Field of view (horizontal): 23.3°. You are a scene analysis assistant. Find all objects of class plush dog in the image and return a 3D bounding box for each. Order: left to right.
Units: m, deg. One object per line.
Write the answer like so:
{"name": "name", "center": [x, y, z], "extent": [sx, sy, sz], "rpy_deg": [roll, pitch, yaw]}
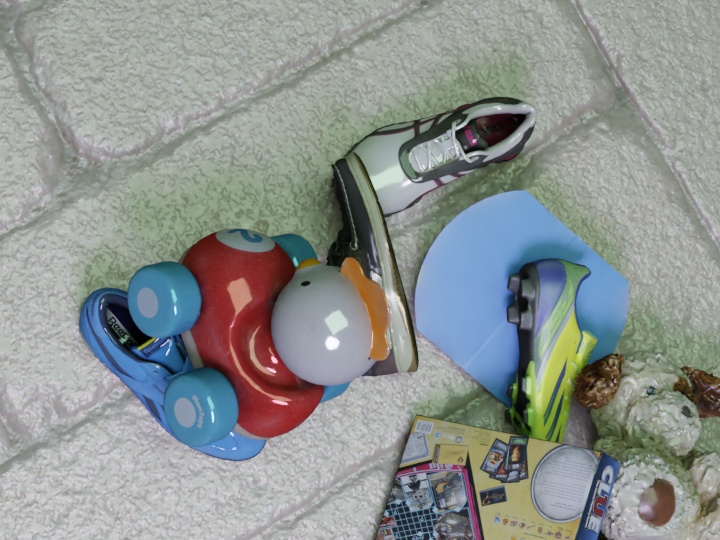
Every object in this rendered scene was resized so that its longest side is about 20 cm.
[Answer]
{"name": "plush dog", "center": [0.257, 0.156, 1.546], "extent": [0.199, 0.160, 0.174], "rpy_deg": [10, 73, -35]}

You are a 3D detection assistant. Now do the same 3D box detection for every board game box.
{"name": "board game box", "center": [0.111, 0.205, 1.478], "extent": [0.035, 0.199, 0.137], "rpy_deg": [34, 71, -46]}
{"name": "board game box", "center": [0.142, 0.026, 1.584], "extent": [0.200, 0.039, 0.158], "rpy_deg": [40, 94, -13]}

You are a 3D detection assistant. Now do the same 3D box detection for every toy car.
{"name": "toy car", "center": [-0.049, 0.033, 1.420], "extent": [0.184, 0.199, 0.178], "rpy_deg": [-14, 83, -50]}

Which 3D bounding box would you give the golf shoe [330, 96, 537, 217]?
{"name": "golf shoe", "center": [0.066, -0.111, 1.566], "extent": [0.199, 0.088, 0.078], "rpy_deg": [-25, 90, -16]}

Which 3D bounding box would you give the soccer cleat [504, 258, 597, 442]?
{"name": "soccer cleat", "center": [0.174, 0.089, 1.548], "extent": [0.083, 0.065, 0.202], "rpy_deg": [-4, 103, -15]}

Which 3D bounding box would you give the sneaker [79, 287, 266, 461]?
{"name": "sneaker", "center": [-0.158, 0.091, 1.479], "extent": [0.200, 0.078, 0.066], "rpy_deg": [42, 72, -6]}

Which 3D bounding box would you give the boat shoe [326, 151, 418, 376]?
{"name": "boat shoe", "center": [0.000, 0.000, 1.522], "extent": [0.065, 0.072, 0.203], "rpy_deg": [-16, 104, 1]}
